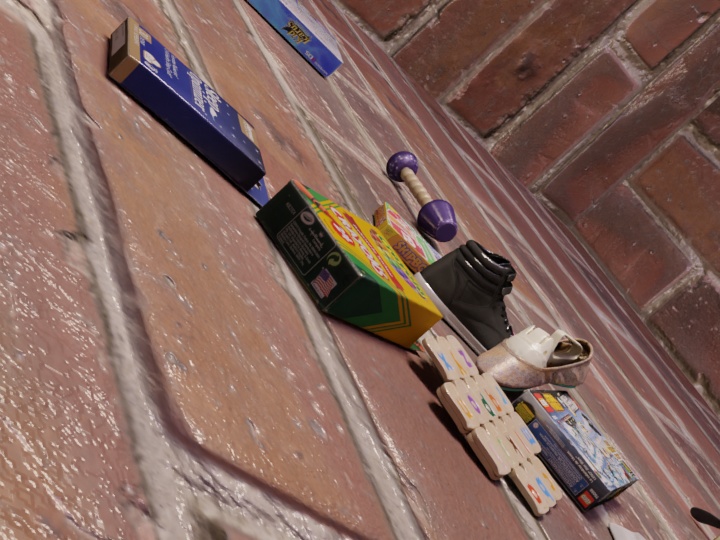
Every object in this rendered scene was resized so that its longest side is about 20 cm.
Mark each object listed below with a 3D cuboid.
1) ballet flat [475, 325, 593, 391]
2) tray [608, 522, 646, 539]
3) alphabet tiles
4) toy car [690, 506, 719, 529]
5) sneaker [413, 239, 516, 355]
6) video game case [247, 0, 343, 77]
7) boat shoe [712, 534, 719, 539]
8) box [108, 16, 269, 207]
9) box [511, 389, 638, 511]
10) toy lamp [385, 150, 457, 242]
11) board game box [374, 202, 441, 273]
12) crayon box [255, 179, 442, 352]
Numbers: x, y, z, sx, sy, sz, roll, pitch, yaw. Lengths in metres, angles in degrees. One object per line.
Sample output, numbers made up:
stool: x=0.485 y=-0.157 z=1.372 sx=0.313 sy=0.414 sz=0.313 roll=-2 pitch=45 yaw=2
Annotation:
ballet flat: x=0.204 y=0.096 z=1.395 sx=0.068 sy=0.067 sz=0.200 roll=42 pitch=22 yaw=32
tray: x=0.314 y=0.335 z=1.228 sx=0.107 sy=0.022 sz=0.200 roll=42 pitch=13 yaw=-18
alphabet tiles: x=0.126 y=0.147 z=1.172 sx=0.196 sy=0.015 sz=0.200 roll=56 pitch=14 yaw=12
toy car: x=0.569 y=0.361 z=1.707 sx=0.164 sy=0.158 sz=0.200 roll=46 pitch=-32 yaw=-12
sneaker: x=0.163 y=0.047 z=1.433 sx=0.200 sy=0.099 sz=0.071 roll=45 pitch=11 yaw=-17
video game case: x=-0.119 y=-0.438 z=2.115 sx=0.200 sy=0.045 sz=0.181 roll=43 pitch=14 yaw=-20
boat shoe: x=0.512 y=0.401 z=1.567 sx=0.200 sy=0.073 sz=0.063 roll=40 pitch=12 yaw=-34
box: x=-0.150 y=-0.146 z=1.136 sx=0.200 sy=0.032 sz=0.121 roll=42 pitch=13 yaw=-27
box: x=0.240 y=0.197 z=1.361 sx=0.137 sy=0.040 sz=0.200 roll=52 pitch=13 yaw=18
toy lamp: x=0.092 y=-0.106 z=1.772 sx=0.058 sy=0.058 sz=0.200 roll=39 pitch=15 yaw=-34
board game box: x=0.094 y=0.002 z=1.517 sx=0.200 sy=0.030 sz=0.096 roll=46 pitch=12 yaw=-15
crayon box: x=0.000 y=0.000 z=1.142 sx=0.127 sy=0.051 sz=0.200 roll=54 pitch=13 yaw=29
